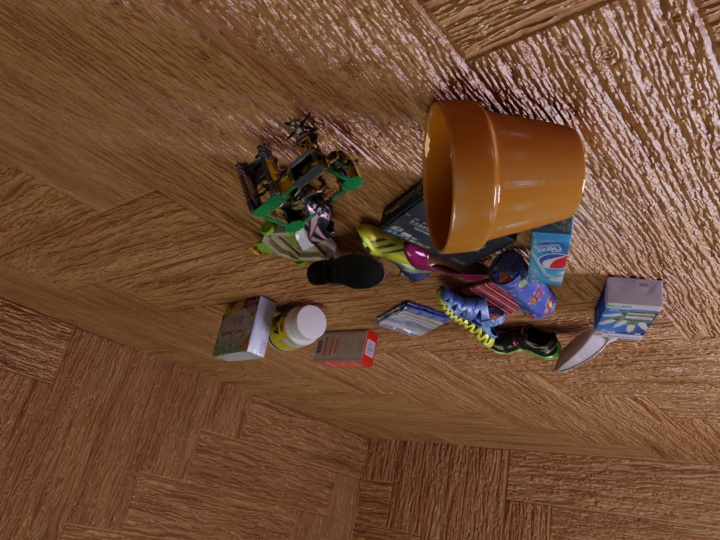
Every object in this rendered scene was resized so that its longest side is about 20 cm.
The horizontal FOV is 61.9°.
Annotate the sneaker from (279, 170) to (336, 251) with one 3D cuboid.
[{"bbox_3d":[-0.098,-0.120,1.120,0.086,0.081,0.200,-15,151,4],"label":"sneaker"}]

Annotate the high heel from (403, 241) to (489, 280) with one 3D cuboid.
[{"bbox_3d":[0.174,-0.025,1.181,0.096,0.068,0.199,2,171,45],"label":"high heel"}]

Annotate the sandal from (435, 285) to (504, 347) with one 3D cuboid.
[{"bbox_3d":[0.254,0.089,1.367,0.199,0.080,0.087,35,110,-24],"label":"sandal"}]

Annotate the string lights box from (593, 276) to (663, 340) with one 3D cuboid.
[{"bbox_3d":[0.552,0.082,1.251,0.102,0.059,0.200,4,156,15],"label":"string lights box"}]

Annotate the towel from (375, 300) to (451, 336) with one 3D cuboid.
[{"bbox_3d":[0.142,0.136,1.624,0.146,0.024,0.200,18,156,-16],"label":"towel"}]

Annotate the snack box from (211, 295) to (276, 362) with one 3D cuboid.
[{"bbox_3d":[-0.343,0.175,1.767,0.067,0.170,0.199,27,153,-34],"label":"snack box"}]

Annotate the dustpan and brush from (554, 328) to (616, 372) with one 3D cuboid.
[{"bbox_3d":[0.559,0.171,1.423,0.057,0.139,0.200,43,122,7],"label":"dustpan and brush"}]

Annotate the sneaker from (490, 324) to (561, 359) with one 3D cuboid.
[{"bbox_3d":[0.408,0.169,1.529,0.198,0.077,0.084,3,131,24],"label":"sneaker"}]

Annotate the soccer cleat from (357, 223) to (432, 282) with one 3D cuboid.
[{"bbox_3d":[0.076,-0.048,1.211,0.200,0.065,0.084,34,119,-32],"label":"soccer cleat"}]

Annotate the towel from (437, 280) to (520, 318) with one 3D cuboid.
[{"bbox_3d":[0.293,0.067,1.394,0.144,0.023,0.199,28,150,-29],"label":"towel"}]

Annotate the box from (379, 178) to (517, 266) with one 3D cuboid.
[{"bbox_3d":[0.157,-0.083,1.080,0.199,0.051,0.158,22,154,-21],"label":"box"}]

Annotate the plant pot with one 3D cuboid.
[{"bbox_3d":[0.191,-0.129,0.810,0.181,0.202,0.201,-4,157,-4],"label":"plant pot"}]

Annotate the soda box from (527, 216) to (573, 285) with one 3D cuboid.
[{"bbox_3d":[0.332,-0.046,1.056,0.064,0.068,0.200,5,156,16],"label":"soda box"}]

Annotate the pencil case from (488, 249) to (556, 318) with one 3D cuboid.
[{"bbox_3d":[0.329,0.031,1.223,0.200,0.078,0.087,37,-175,-46],"label":"pencil case"}]

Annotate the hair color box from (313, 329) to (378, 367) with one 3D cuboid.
[{"bbox_3d":[-0.047,0.245,1.866,0.199,0.102,0.061,-6,151,38],"label":"hair color box"}]

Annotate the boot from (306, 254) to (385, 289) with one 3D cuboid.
[{"bbox_3d":[0.000,0.000,1.286,0.198,0.070,0.174,1,-178,33],"label":"boot"}]

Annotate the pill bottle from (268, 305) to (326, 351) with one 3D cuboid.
[{"bbox_3d":[-0.185,0.166,1.738,0.114,0.115,0.200,23,154,-25],"label":"pill bottle"}]

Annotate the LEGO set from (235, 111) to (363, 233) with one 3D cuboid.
[{"bbox_3d":[-0.103,-0.162,0.968,0.200,0.117,0.153,-37,152,33],"label":"LEGO set"}]

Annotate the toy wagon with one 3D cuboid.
[{"bbox_3d":[-0.153,-0.060,1.302,0.198,0.040,0.155,0,154,28],"label":"toy wagon"}]
